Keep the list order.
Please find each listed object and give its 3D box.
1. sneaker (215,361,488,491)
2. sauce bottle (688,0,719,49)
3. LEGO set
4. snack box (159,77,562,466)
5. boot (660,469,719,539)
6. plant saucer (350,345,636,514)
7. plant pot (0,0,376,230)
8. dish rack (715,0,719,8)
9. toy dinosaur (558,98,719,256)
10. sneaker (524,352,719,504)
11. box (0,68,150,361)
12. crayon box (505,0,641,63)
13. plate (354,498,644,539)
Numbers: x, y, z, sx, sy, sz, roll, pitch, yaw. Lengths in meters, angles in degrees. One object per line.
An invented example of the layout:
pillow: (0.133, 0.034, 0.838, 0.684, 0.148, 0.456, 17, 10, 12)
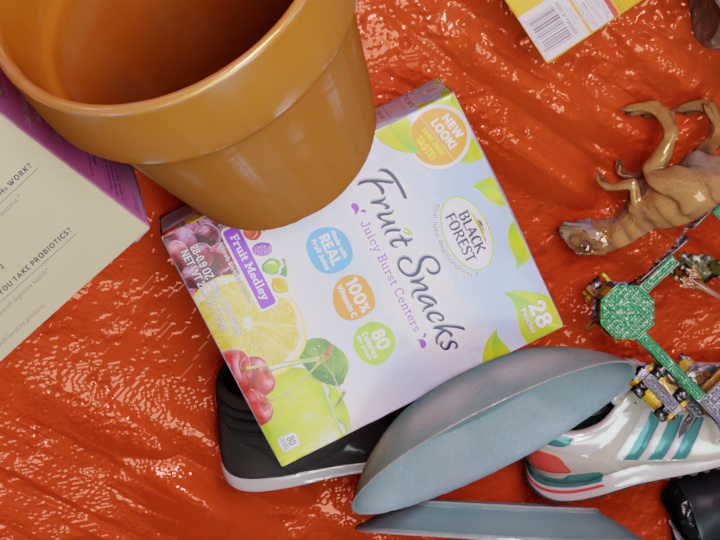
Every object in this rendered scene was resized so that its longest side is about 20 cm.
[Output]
sneaker: (-0.005, 0.080, 1.453, 0.200, 0.071, 0.099, -15, 133, 0)
sauce bottle: (0.307, -0.167, 1.369, 0.200, 0.066, 0.066, 0, 125, -14)
LEGO set: (0.245, 0.010, 1.471, 0.154, 0.116, 0.200, 38, 91, -4)
snack box: (0.000, 0.000, 1.362, 0.200, 0.068, 0.169, -27, 106, -1)
boot: (0.306, 0.144, 1.589, 0.168, 0.076, 0.200, -17, 134, -9)
plant saucer: (0.077, 0.092, 1.386, 0.201, 0.039, 0.201, -25, 164, -7)
plant pot: (-0.079, -0.120, 1.224, 0.200, 0.200, 0.183, -27, 143, 4)
dish rack: (0.270, -0.218, 1.289, 0.200, 0.044, 0.172, -46, 117, -13)
toy dinosaur: (0.214, -0.059, 1.390, 0.060, 0.106, 0.200, 5, 162, -42)
sneaker: (0.205, 0.094, 1.526, 0.200, 0.070, 0.093, -17, 134, -1)
box: (-0.258, -0.047, 1.270, 0.176, 0.097, 0.200, -41, 127, 15)
crayon box: (0.104, -0.230, 1.268, 0.119, 0.058, 0.200, -33, 127, 8)
plate: (0.096, 0.171, 1.504, 0.200, 0.200, 0.026, 5, 85, -20)
